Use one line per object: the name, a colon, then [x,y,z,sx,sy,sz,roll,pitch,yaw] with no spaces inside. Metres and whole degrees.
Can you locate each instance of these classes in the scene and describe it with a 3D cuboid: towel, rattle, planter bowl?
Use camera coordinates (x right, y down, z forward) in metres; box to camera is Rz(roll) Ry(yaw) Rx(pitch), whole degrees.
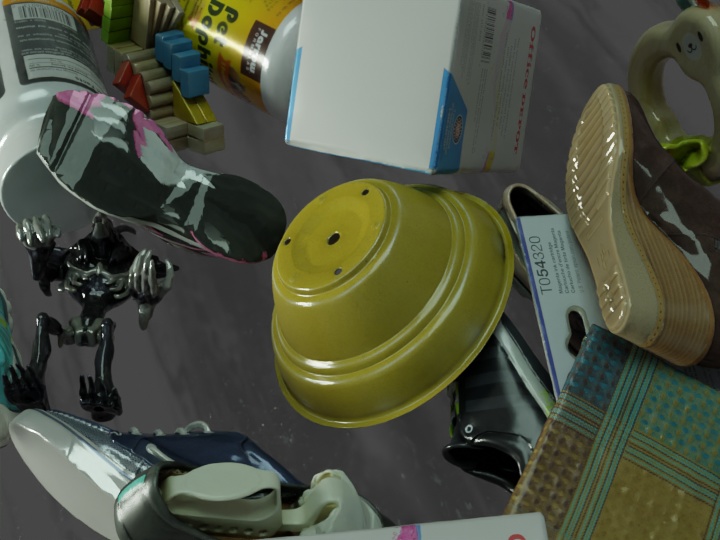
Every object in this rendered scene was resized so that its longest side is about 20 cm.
towel: [0.197,0.139,0.728,0.198,0.022,0.148,29,65,6]
rattle: [0.216,-0.143,0.917,0.140,0.202,0.131,-14,48,-7]
planter bowl: [0.000,0.000,0.841,0.198,0.084,0.203,-23,43,23]

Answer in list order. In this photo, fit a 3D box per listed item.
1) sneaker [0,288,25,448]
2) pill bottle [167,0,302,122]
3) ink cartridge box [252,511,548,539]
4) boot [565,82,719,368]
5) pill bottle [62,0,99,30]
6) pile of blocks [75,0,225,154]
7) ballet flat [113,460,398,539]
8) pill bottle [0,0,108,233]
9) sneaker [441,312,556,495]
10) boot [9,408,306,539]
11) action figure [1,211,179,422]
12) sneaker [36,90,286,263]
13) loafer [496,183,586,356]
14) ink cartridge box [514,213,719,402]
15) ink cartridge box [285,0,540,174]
sneaker: [-0.291,0.038,0.896,0.077,0.080,0.200,-28,51,-18]
pill bottle: [-0.082,-0.199,1.061,0.198,0.110,0.109,30,58,29]
ink cartridge box: [0.035,0.225,0.664,0.196,0.126,0.130,-5,48,2]
boot: [0.224,-0.024,0.803,0.164,0.073,0.203,11,56,-19]
pill bottle: [-0.274,-0.282,1.152,0.196,0.115,0.115,-9,48,-1]
pile of blocks: [-0.184,-0.183,1.036,0.062,0.082,0.201,-22,72,-42]
ballet flat: [-0.045,0.151,0.723,0.197,0.069,0.069,11,42,-23]
pill bottle: [-0.266,-0.132,1.018,0.115,0.117,0.202,-17,49,-9]
sneaker: [0.082,0.089,0.816,0.082,0.072,0.200,-27,51,-16]
boot: [-0.133,0.133,0.810,0.198,0.073,0.090,30,50,19]
action figure: [-0.193,0.013,0.889,0.117,0.103,0.202,8,44,-8]
sneaker: [-0.157,-0.056,0.929,0.198,0.086,0.081,33,73,-10]
loafer: [0.163,0.012,0.879,0.071,0.063,0.200,-30,52,-21]
ink cartridge box: [0.209,0.051,0.807,0.196,0.043,0.199,-4,63,-9]
ink cartridge box: [0.050,-0.147,0.935,0.123,0.131,0.199,12,9,25]
